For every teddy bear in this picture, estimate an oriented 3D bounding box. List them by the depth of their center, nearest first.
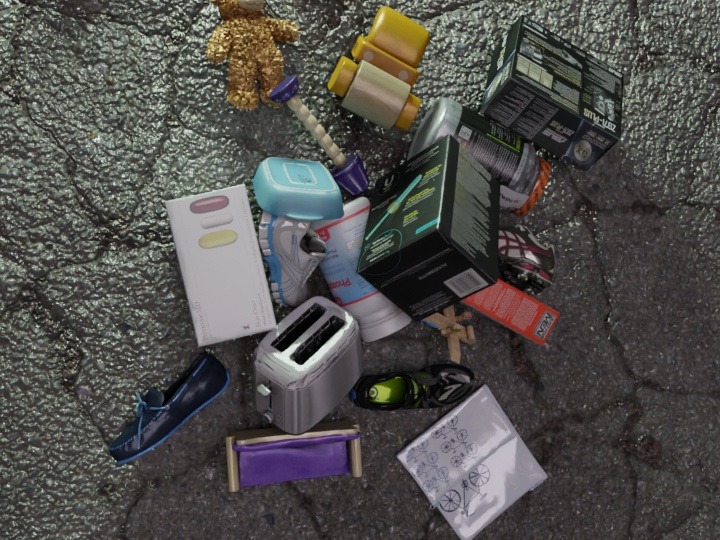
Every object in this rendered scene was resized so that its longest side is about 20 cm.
[{"bbox_3d":[-0.160,-0.334,1.208,0.144,0.067,0.201,6,90,-15],"label":"teddy bear"}]

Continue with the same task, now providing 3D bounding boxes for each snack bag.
[{"bbox_3d":[0.183,0.317,1.320,0.188,0.021,0.200,-36,98,-11],"label":"snack bag"}]

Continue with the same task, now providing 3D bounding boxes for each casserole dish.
[{"bbox_3d":[-0.088,-0.120,1.160,0.121,0.200,0.039,3,114,-14],"label":"casserole dish"}]

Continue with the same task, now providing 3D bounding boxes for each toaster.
[{"bbox_3d":[-0.070,0.129,1.175,0.113,0.129,0.200,33,56,25],"label":"toaster"}]

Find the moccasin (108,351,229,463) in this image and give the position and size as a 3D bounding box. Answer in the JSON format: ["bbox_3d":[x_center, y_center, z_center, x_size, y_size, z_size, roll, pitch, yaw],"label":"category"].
[{"bbox_3d":[-0.286,0.192,1.187,0.200,0.080,0.068,-41,114,-22],"label":"moccasin"}]

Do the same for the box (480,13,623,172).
[{"bbox_3d":[0.300,-0.274,1.269,0.199,0.086,0.164,25,51,-13],"label":"box"}]

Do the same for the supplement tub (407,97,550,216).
[{"bbox_3d":[0.183,-0.170,1.261,0.199,0.123,0.123,26,85,-11],"label":"supplement tub"}]

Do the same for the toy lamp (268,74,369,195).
[{"bbox_3d":[-0.057,-0.197,1.226,0.058,0.058,0.200,-42,112,-9],"label":"toy lamp"}]

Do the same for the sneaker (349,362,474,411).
[{"bbox_3d":[0.084,0.187,1.263,0.199,0.083,0.071,-4,92,-13],"label":"sneaker"}]

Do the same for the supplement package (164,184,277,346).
[{"bbox_3d":[-0.197,-0.009,1.156,0.110,0.156,0.201,-14,94,-9],"label":"supplement package"}]

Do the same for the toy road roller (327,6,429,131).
[{"bbox_3d":[0.035,-0.298,1.189,0.123,0.200,0.146,25,107,-12],"label":"toy road roller"}]

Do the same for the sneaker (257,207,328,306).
[{"bbox_3d":[-0.087,-0.011,1.171,0.086,0.200,0.075,2,55,9],"label":"sneaker"}]

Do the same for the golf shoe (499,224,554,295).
[{"bbox_3d":[0.222,-0.038,1.308,0.200,0.077,0.088,29,65,-15],"label":"golf shoe"}]

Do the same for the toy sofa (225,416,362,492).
[{"bbox_3d":[-0.098,0.274,1.216,0.199,0.098,0.083,-3,92,-13],"label":"toy sofa"}]

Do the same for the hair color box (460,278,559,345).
[{"bbox_3d":[0.197,0.039,1.272,0.200,0.101,0.061,29,90,-16],"label":"hair color box"}]

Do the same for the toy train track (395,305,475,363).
[{"bbox_3d":[0.124,0.070,1.242,0.200,0.032,0.115,27,47,-44],"label":"toy train track"}]

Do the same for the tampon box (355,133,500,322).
[{"bbox_3d":[0.102,-0.060,1.159,0.126,0.150,0.200,40,40,-27],"label":"tampon box"}]

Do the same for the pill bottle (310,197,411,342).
[{"bbox_3d":[0.000,0.000,1.228,0.108,0.109,0.201,-25,96,-11],"label":"pill bottle"}]
